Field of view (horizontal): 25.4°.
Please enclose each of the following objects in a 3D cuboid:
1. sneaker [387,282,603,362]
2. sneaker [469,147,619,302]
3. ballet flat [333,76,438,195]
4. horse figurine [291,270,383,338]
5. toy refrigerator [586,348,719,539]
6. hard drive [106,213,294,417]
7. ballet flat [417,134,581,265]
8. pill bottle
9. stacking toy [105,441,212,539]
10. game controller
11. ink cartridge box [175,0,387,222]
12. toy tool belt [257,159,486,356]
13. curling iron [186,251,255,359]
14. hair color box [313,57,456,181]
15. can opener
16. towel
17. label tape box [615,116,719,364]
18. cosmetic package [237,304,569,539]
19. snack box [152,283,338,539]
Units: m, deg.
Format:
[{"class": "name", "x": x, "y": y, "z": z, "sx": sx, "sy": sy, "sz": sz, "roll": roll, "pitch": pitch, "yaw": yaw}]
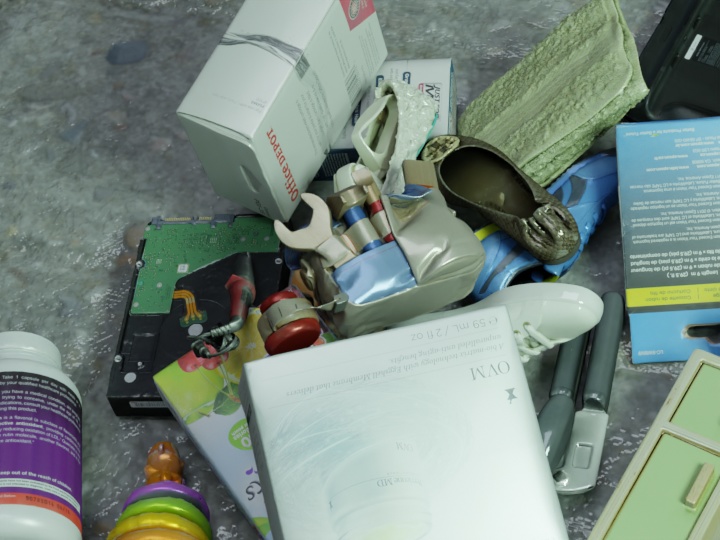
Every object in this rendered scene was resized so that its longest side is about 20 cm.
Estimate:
[{"class": "sneaker", "x": 0.108, "y": 0.070, "z": 1.289, "sx": 0.199, "sy": 0.073, "sz": 0.085, "roll": -18, "pitch": 53, "yaw": 35}, {"class": "sneaker", "x": 0.175, "y": -0.030, "z": 1.381, "sx": 0.200, "sy": 0.066, "sz": 0.078, "roll": -33, "pitch": 56, "yaw": -13}, {"class": "ballet flat", "x": 0.009, "y": -0.086, "z": 1.379, "sx": 0.071, "sy": 0.072, "sz": 0.201, "roll": 8, "pitch": 55, "yaw": 17}, {"class": "horse figurine", "x": 0.000, "y": 0.000, "z": 1.391, "sx": 0.200, "sy": 0.050, "sz": 0.132, "roll": -41, "pitch": 41, "yaw": -11}, {"class": "toy refrigerator", "x": 0.246, "y": 0.161, "z": 1.212, "sx": 0.076, "sy": 0.070, "sz": 0.200, "roll": 22, "pitch": 58, "yaw": 25}, {"class": "hard drive", "x": -0.137, "y": 0.037, "z": 1.402, "sx": 0.139, "sy": 0.038, "sz": 0.201, "roll": -2, "pitch": 53, "yaw": 9}, {"class": "ballet flat", "x": 0.112, "y": -0.070, "z": 1.354, "sx": 0.067, "sy": 0.046, "sz": 0.200, "roll": -43, "pitch": 46, "yaw": -4}, {"class": "pill bottle", "x": -0.281, "y": 0.152, "z": 1.291, "sx": 0.112, "sy": 0.113, "sz": 0.201, "roll": -10, "pitch": 51, "yaw": 3}, {"class": "stacking toy", "x": -0.155, "y": 0.209, "z": 1.245, "sx": 0.109, "sy": 0.116, "sz": 0.200, "roll": -8, "pitch": 37, "yaw": 4}, {"class": "game controller", "x": 0.323, "y": -0.202, "z": 1.511, "sx": 0.104, "sy": 0.042, "sz": 0.200, "roll": 27, "pitch": 61, "yaw": 11}, {"class": "ink cartridge box", "x": -0.065, "y": -0.166, "z": 1.401, "sx": 0.083, "sy": 0.147, "sz": 0.200, "roll": 22, "pitch": 69, "yaw": 21}, {"class": "toy tool belt", "x": -0.007, "y": -0.015, "z": 1.268, "sx": 0.199, "sy": 0.125, "sz": 0.123, "roll": -19, "pitch": 66, "yaw": -20}, {"class": "curling iron", "x": -0.107, "y": 0.021, "z": 1.310, "sx": 0.049, "sy": 0.026, "sz": 0.200, "roll": -22, "pitch": 20, "yaw": 12}, {"class": "hair color box", "x": -0.011, "y": -0.140, "z": 1.496, "sx": 0.199, "sy": 0.061, "sz": 0.100, "roll": -1, "pitch": 62, "yaw": 10}, {"class": "can opener", "x": 0.178, "y": 0.092, "z": 1.287, "sx": 0.052, "sy": 0.067, "sz": 0.200, "roll": 6, "pitch": 49, "yaw": 17}, {"class": "towel", "x": 0.166, "y": -0.148, "z": 1.422, "sx": 0.200, "sy": 0.036, "sz": 0.149, "roll": -41, "pitch": 36, "yaw": 27}, {"class": "label tape box", "x": 0.291, "y": -0.028, "z": 1.340, "sx": 0.144, "sy": 0.063, "sz": 0.201, "roll": -3, "pitch": 93, "yaw": 8}, {"class": "cosmetic package", "x": 0.029, "y": 0.150, "z": 1.168, "sx": 0.198, "sy": 0.123, "sz": 0.201, "roll": -13, "pitch": 79, "yaw": -9}, {"class": "snack box", "x": -0.053, "y": 0.128, "z": 1.275, "sx": 0.142, "sy": 0.053, "sz": 0.200, "roll": -34, "pitch": 68, "yaw": -11}]
